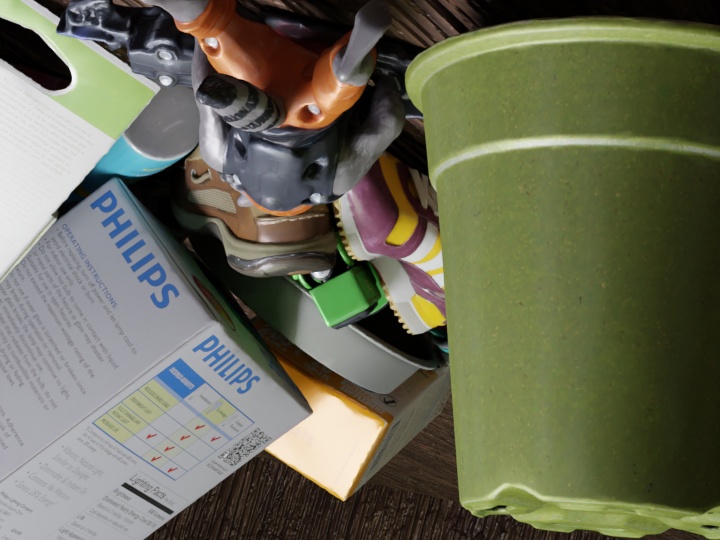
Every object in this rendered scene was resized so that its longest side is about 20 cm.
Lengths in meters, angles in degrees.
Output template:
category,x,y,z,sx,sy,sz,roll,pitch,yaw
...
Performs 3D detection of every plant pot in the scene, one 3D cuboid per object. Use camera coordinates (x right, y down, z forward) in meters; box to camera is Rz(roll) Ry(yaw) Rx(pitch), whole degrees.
category,x,y,z,sx,sy,sz,roll,pitch,yaw
plant pot,0.109,0.014,0.814,0.199,0.191,0.200,6,168,1

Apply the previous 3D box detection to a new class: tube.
category,x,y,z,sx,sy,sz,roll,pitch,yaw
tube,-0.140,-0.075,1.160,0.077,0.051,0.200,-23,180,-18

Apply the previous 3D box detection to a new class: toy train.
category,x,y,z,sx,sy,sz,roll,pitch,yaw
toy train,0.000,0.000,1.186,0.042,0.057,0.200,-28,180,12

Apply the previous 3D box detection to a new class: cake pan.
category,x,y,z,sx,sy,sz,roll,pitch,yaw
cake pan,-0.036,0.013,1.260,0.200,0.037,0.200,38,-172,-6

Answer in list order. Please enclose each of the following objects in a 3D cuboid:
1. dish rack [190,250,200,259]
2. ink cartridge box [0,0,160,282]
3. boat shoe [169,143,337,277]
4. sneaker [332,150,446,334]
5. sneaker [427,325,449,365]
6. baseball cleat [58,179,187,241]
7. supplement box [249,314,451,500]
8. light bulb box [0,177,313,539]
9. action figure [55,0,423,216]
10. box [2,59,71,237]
category,x,y,z,sx,sy,sz,roll,pitch,yaw
dish rack,-0.191,0.054,1.327,0.200,0.044,0.172,-34,156,19
ink cartridge box,-0.219,-0.087,1.034,0.148,0.076,0.200,34,119,-22
boat shoe,-0.062,-0.055,1.110,0.075,0.074,0.200,-9,-162,-20
sneaker,0.042,-0.032,1.110,0.090,0.075,0.200,-16,152,12
sneaker,0.077,0.027,1.279,0.120,0.084,0.200,16,163,-28
baseball cleat,-0.181,-0.032,1.405,0.106,0.070,0.200,4,179,-10
supplement box,-0.011,0.073,1.370,0.126,0.074,0.200,32,-157,11
light bulb box,-0.164,0.076,1.179,0.125,0.200,0.198,53,180,25
action figure,-0.063,-0.084,0.889,0.199,0.105,0.194,10,159,10
box,-0.240,-0.065,1.224,0.094,0.103,0.200,18,168,-11
